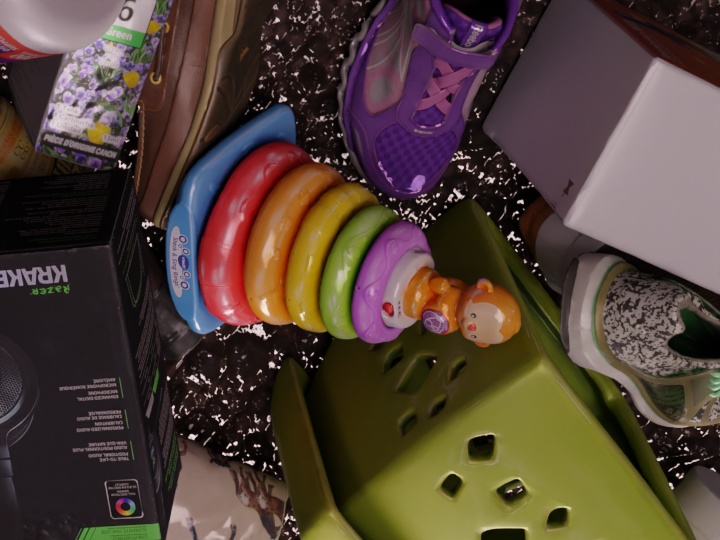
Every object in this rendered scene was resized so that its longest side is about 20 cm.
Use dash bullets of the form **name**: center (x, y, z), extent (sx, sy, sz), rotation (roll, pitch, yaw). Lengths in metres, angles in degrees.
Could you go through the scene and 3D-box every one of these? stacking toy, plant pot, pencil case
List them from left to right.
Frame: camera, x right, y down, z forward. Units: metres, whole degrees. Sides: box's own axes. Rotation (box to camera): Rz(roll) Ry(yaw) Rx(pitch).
- **pencil case**: center (-0.140, 0.130, 1.430), extent (0.199, 0.078, 0.090), rotation (27, 90, -26)
- **stacking toy**: center (0.000, 0.000, 1.335), extent (0.110, 0.199, 0.117), rotation (-42, 143, -43)
- **plant pot**: center (0.063, 0.114, 1.424), extent (0.181, 0.199, 0.200), rotation (-35, 119, 9)

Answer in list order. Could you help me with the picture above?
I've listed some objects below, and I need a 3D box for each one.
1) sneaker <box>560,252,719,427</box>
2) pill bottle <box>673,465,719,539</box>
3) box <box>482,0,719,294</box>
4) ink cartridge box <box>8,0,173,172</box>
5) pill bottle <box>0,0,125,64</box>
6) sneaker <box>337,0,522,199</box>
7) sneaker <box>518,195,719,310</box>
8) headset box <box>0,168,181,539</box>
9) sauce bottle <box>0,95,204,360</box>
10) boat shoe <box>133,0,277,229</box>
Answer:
- **sneaker**: center (0.194, 0.049, 1.391), extent (0.200, 0.088, 0.077), rotation (24, 78, -50)
- **pill bottle**: center (0.193, 0.232, 1.556), extent (0.116, 0.116, 0.201), rotation (29, 102, -26)
- **box**: center (0.197, -0.065, 1.402), extent (0.199, 0.152, 0.107), rotation (23, 106, -25)
- **ink cartridge box**: center (-0.129, -0.165, 1.281), extent (0.050, 0.109, 0.201), rotation (14, 109, -22)
- **pill bottle**: center (-0.219, -0.153, 1.213), extent (0.199, 0.113, 0.113), rotation (-6, 125, 34)
- **sneaker**: center (0.046, -0.129, 1.365), extent (0.080, 0.089, 0.201), rotation (9, 112, -22)
- **sneaker**: center (0.165, 0.004, 1.479), extent (0.073, 0.085, 0.200), rotation (-50, 139, 2)
- **headset box**: center (-0.194, 0.061, 1.281), extent (0.173, 0.093, 0.201), rotation (-4, 118, 4)
- **sauce bottle**: center (-0.164, -0.024, 1.362), extent (0.066, 0.066, 0.200), rotation (-46, 120, 7)
- **boat shoe**: center (-0.096, -0.119, 1.344), extent (0.067, 0.072, 0.201), rotation (25, 119, 11)
